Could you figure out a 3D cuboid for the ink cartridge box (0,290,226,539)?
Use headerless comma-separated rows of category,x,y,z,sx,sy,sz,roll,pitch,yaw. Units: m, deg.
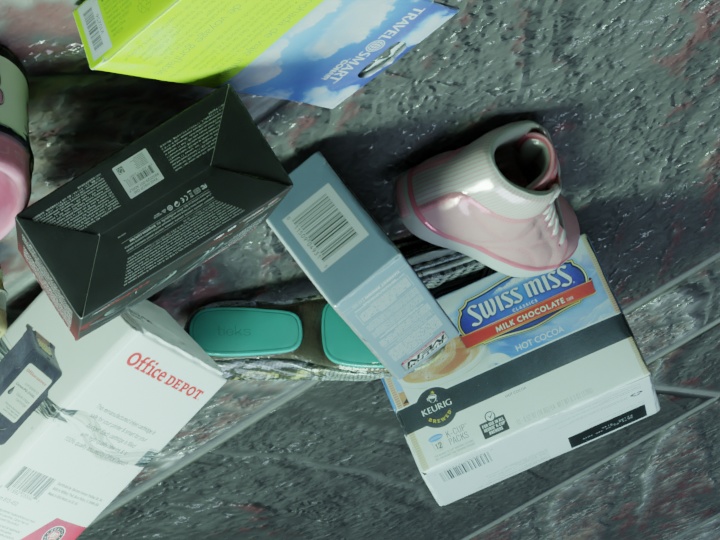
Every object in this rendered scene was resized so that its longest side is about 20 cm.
ink cartridge box,-0.214,0.105,1.718,0.200,0.084,0.145,-46,152,5

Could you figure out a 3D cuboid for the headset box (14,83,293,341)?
headset box,-0.130,-0.031,1.469,0.149,0.077,0.200,-32,178,-10

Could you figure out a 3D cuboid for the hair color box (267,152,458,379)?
hair color box,0.000,0.000,1.703,0.061,0.099,0.200,-38,159,0

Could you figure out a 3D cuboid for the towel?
towel,0.062,0.020,1.935,0.192,0.035,0.200,-15,158,-15

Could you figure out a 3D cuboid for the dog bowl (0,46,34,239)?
dog bowl,-0.278,-0.053,1.382,0.199,0.074,0.200,-18,158,-7

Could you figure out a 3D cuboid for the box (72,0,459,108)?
box,-0.051,-0.151,1.389,0.122,0.048,0.200,-35,155,34

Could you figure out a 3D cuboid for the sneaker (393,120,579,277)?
sneaker,0.123,-0.052,1.755,0.104,0.076,0.200,-28,154,33

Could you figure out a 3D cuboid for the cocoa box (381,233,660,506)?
cocoa box,0.122,0.081,1.930,0.199,0.132,0.133,-24,161,2

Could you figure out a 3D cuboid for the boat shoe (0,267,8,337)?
boat shoe,-0.310,0.063,1.631,0.072,0.076,0.200,2,150,-46

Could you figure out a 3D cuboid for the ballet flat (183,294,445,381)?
ballet flat,-0.034,0.054,1.838,0.199,0.072,0.072,1,159,3
